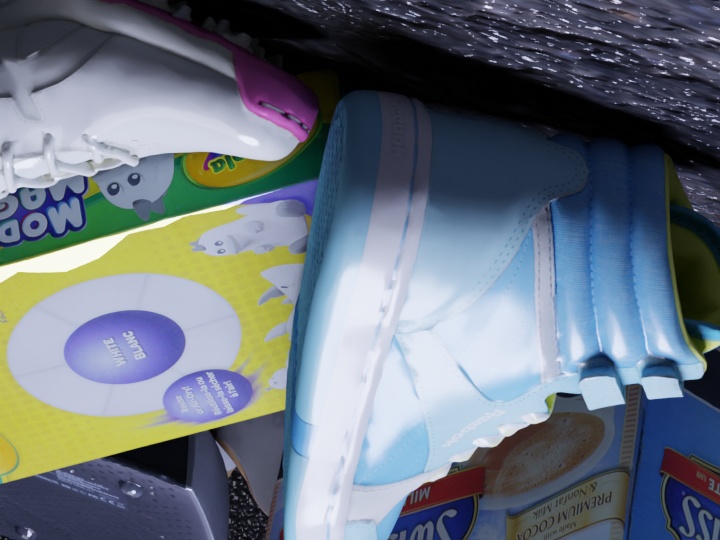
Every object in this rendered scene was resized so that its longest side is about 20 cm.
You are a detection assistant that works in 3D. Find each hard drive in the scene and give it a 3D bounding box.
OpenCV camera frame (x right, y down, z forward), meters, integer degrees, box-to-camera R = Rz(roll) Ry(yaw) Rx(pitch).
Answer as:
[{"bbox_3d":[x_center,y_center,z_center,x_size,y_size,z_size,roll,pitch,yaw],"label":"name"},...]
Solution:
[{"bbox_3d":[-0.120,0.092,1.268,0.135,0.042,0.200,19,160,7],"label":"hard drive"}]

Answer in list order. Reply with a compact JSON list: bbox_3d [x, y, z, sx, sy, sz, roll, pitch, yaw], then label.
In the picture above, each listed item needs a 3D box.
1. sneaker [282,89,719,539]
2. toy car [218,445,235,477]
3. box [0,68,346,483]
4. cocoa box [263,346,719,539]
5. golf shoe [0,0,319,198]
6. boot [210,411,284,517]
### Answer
[{"bbox_3d":[0.044,0.033,0.857,0.130,0.080,0.200,5,142,-5],"label":"sneaker"},{"bbox_3d":[-0.079,0.073,1.421,0.158,0.200,0.164,15,175,28],"label":"toy car"},{"bbox_3d":[-0.086,0.010,0.910,0.200,0.048,0.117,-14,143,9],"label":"box"},{"bbox_3d":[0.075,0.093,1.052,0.133,0.131,0.200,33,145,-32],"label":"cocoa box"},{"bbox_3d":[-0.108,-0.047,0.851,0.200,0.092,0.075,13,172,25],"label":"golf shoe"},{"bbox_3d":[-0.047,0.055,1.298,0.075,0.074,0.200,47,-179,43],"label":"boot"}]
